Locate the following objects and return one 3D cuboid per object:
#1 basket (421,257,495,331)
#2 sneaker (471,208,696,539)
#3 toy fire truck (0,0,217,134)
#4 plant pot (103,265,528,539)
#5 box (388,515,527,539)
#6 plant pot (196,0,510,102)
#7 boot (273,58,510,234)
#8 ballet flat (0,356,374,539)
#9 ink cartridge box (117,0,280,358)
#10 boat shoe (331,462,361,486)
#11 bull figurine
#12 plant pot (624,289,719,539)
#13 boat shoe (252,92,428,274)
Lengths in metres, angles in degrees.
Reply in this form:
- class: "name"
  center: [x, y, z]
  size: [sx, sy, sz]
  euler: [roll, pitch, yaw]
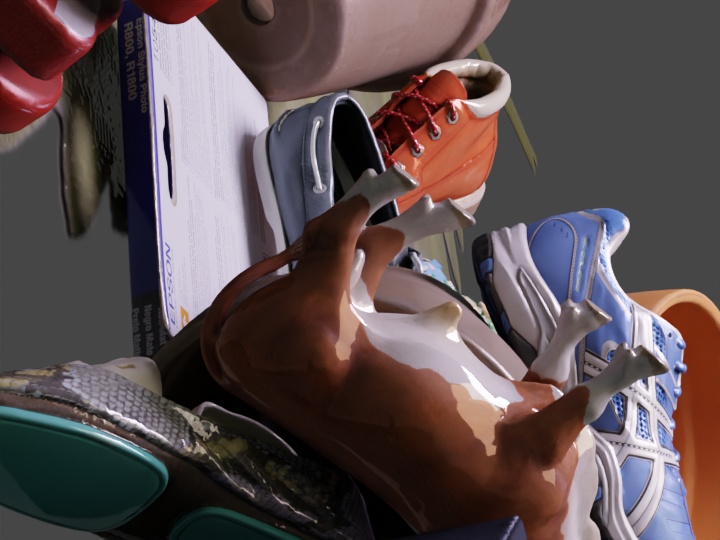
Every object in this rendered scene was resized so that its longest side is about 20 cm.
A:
- class: "basket"
  center: [0.034, 0.092, 1.114]
  size: [0.176, 0.138, 0.202]
  euler: [11, 59, -76]
- class: "sneaker"
  center: [0.122, 0.064, 0.824]
  size: [0.076, 0.076, 0.202]
  euler: [104, -37, -87]
- class: "toy fire truck"
  center: [-0.139, -0.166, 0.680]
  size: [0.168, 0.111, 0.201]
  euler: [48, 27, -31]
- class: "plant pot"
  center: [0.002, 0.078, 0.809]
  size: [0.174, 0.198, 0.202]
  euler: [-60, 136, -70]
- class: "box"
  center: [-0.024, 0.207, 0.605]
  size: [0.124, 0.194, 0.202]
  euler: [-20, 98, -77]
- class: "plant pot"
  center: [-0.022, -0.181, 1.062]
  size: [0.175, 0.198, 0.202]
  euler: [-48, 127, -54]
- class: "boot"
  center: [0.016, -0.071, 1.058]
  size: [0.199, 0.075, 0.108]
  euler: [-24, 146, -48]
- class: "ballet flat"
  center: [-0.076, 0.072, 0.669]
  size: [0.199, 0.072, 0.073]
  euler: [29, 40, -30]
- class: "ink cartridge box"
  center: [-0.087, -0.032, 0.900]
  size: [0.200, 0.040, 0.202]
  euler: [51, 31, -67]
- class: "boat shoe"
  center: [-0.016, 0.059, 0.990]
  size: [0.201, 0.062, 0.075]
  euler: [-108, -153, -48]
- class: "bull figurine"
  center: [0.038, 0.052, 0.669]
  size: [0.199, 0.122, 0.065]
  euler: [35, 7, -11]
- class: "plant pot"
  center: [0.120, 0.110, 0.994]
  size: [0.199, 0.139, 0.203]
  euler: [-2, 92, -58]
- class: "boat shoe"
  center: [0.000, 0.000, 0.934]
  size: [0.072, 0.062, 0.202]
  euler: [3, 62, -48]
